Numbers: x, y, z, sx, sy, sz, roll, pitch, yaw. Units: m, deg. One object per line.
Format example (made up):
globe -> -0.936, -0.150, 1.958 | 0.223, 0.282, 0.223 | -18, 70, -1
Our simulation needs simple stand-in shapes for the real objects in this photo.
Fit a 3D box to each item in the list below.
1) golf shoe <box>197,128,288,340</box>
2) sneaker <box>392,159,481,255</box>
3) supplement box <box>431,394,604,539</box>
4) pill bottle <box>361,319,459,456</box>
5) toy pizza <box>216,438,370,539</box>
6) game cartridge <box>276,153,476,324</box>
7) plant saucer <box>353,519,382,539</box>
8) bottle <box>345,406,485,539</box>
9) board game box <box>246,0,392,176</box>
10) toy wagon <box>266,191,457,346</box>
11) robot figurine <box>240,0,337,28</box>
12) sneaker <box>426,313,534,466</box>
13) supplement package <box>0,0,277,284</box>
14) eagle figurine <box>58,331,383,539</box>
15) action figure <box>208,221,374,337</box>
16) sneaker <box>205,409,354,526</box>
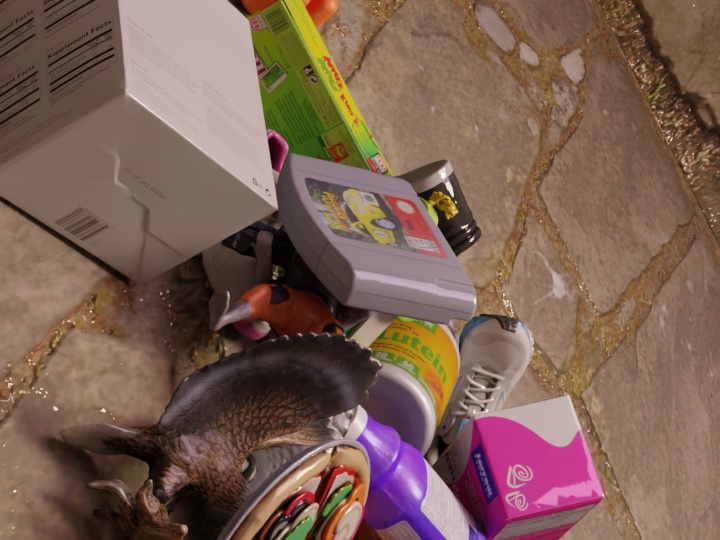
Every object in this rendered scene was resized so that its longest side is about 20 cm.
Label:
golf shoe -> -0.094, -0.038, 1.598 | 0.075, 0.091, 0.201 | 33, 38, -53
sneaker -> 0.041, -0.040, 1.802 | 0.071, 0.200, 0.100 | -37, 103, -33
supplement box -> 0.133, 0.203, 1.685 | 0.103, 0.200, 0.102 | -9, 67, -20
pill bottle -> 0.031, 0.098, 1.699 | 0.111, 0.111, 0.200 | 58, 22, -13
toy pizza -> -0.052, 0.208, 1.299 | 0.032, 0.201, 0.200 | 34, 10, 24
game cartridge -> 0.004, -0.030, 1.498 | 0.132, 0.041, 0.200 | 7, 29, -25
plant saucer -> -0.030, 0.219, 1.526 | 0.200, 0.037, 0.201 | 48, 26, -32
bottle -> 0.033, 0.191, 1.563 | 0.200, 0.065, 0.084 | 51, 20, -29
board game box -> -0.062, -0.155, 1.784 | 0.201, 0.101, 0.048 | 62, 22, -4
toy wagon -> 0.000, 0.000, 1.611 | 0.040, 0.200, 0.155 | 40, 5, -41
robot figurine -> -0.084, -0.344, 1.927 | 0.117, 0.143, 0.201 | 98, -21, -63
sneaker -> 0.112, 0.126, 1.782 | 0.075, 0.201, 0.087 | 20, 44, -2
supplement package -> -0.185, -0.136, 1.421 | 0.191, 0.147, 0.201 | 38, 33, -47
eagle figurine -> -0.095, 0.122, 1.300 | 0.200, 0.151, 0.151 | -48, 135, -28
action figure -> -0.073, 0.024, 1.488 | 0.199, 0.105, 0.194 | 25, 22, 5
sneaker -> -0.073, 0.126, 1.433 | 0.115, 0.075, 0.200 | 23, 41, -6
